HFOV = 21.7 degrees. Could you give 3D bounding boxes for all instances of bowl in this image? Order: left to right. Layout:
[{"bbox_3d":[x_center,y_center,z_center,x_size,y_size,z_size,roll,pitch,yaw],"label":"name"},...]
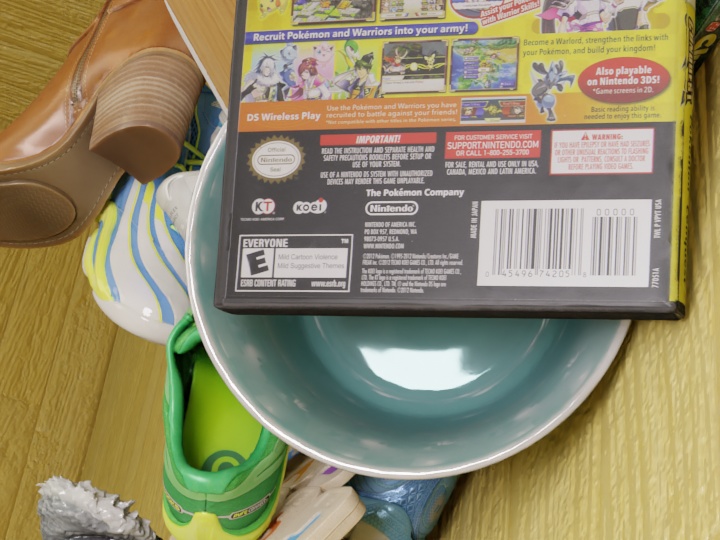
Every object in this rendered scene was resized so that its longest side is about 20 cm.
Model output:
[{"bbox_3d":[0.029,-0.002,0.854,0.105,0.199,0.203,49,-123,-76],"label":"bowl"}]

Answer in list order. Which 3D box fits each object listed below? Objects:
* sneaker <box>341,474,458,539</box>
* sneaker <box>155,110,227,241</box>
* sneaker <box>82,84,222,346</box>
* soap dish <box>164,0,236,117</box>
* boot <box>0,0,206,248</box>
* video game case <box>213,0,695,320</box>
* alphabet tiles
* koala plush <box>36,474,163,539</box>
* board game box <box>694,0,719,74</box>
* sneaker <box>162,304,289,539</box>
[{"bbox_3d":[0.023,0.094,1.019,0.090,0.078,0.200,-48,15,8],"label":"sneaker"},{"bbox_3d":[-0.036,-0.070,1.076,0.200,0.087,0.075,-36,-15,-39],"label":"sneaker"},{"bbox_3d":[-0.113,-0.048,1.105,0.106,0.075,0.201,-60,25,29],"label":"sneaker"},{"bbox_3d":[0.002,-0.113,0.984,0.081,0.201,0.157,6,44,49],"label":"soap dish"},{"bbox_3d":[-0.164,-0.104,1.113,0.199,0.074,0.156,-18,47,29],"label":"boot"},{"bbox_3d":[0.039,-0.072,0.782,0.025,0.198,0.183,26,-114,-68],"label":"video game case"},{"bbox_3d":[-0.068,0.145,0.932,0.195,0.015,0.200,-43,11,-22],"label":"alphabet tiles"},{"bbox_3d":[-0.116,0.207,1.124,0.184,0.198,0.179,-109,39,-72],"label":"koala plush"},{"bbox_3d":[0.111,-0.116,0.851,0.105,0.023,0.200,63,145,25],"label":"board game box"},{"bbox_3d":[-0.054,0.034,0.911,0.084,0.073,0.202,95,180,-61],"label":"sneaker"}]
